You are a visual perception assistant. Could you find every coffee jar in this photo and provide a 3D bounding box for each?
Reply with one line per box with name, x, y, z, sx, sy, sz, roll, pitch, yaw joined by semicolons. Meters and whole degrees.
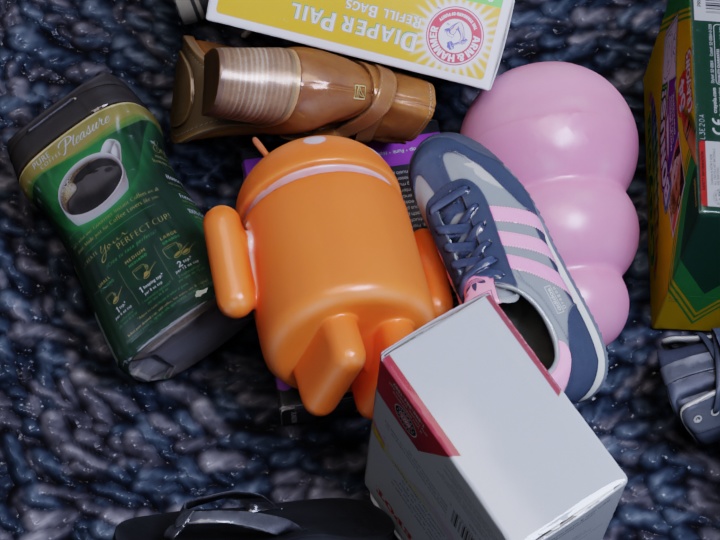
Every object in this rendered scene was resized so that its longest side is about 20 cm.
coffee jar;-0.157;-0.032;1.433;0.104;0.085;0.201;-34;68;8

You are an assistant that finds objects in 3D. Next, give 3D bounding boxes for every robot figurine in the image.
robot figurine;-0.020;-0.003;1.363;0.143;0.117;0.201;-18;54;5

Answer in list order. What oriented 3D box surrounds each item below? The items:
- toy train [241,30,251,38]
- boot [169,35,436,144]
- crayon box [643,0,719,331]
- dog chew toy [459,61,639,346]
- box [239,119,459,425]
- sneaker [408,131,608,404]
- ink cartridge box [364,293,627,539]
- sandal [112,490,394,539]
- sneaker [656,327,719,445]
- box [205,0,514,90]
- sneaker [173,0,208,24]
toy train;-0.006;-0.248;1.526;0.199;0.116;0.085;-36;69;-17
boot;-0.045;-0.121;1.453;0.154;0.200;0.078;5;85;-18
crayon box;0.231;-0.086;1.420;0.058;0.173;0.202;4;64;-3
dog chew toy;0.133;-0.035;1.430;0.123;0.125;0.202;-6;73;-3
box;0.000;0.000;1.453;0.141;0.036;0.202;-8;64;-3
sneaker;0.084;-0.003;1.347;0.070;0.082;0.201;-40;75;27
ink cartridge box;0.076;0.129;1.302;0.082;0.200;0.146;-30;69;-17
sandal;-0.069;0.158;1.325;0.199;0.043;0.076;-4;24;-35
sneaker;0.264;0.040;1.348;0.145;0.203;0.077;-6;50;0
box;0.005;-0.199;1.431;0.198;0.113;0.102;14;102;-3
sneaker;-0.121;-0.282;1.562;0.079;0.078;0.202;-18;76;1
